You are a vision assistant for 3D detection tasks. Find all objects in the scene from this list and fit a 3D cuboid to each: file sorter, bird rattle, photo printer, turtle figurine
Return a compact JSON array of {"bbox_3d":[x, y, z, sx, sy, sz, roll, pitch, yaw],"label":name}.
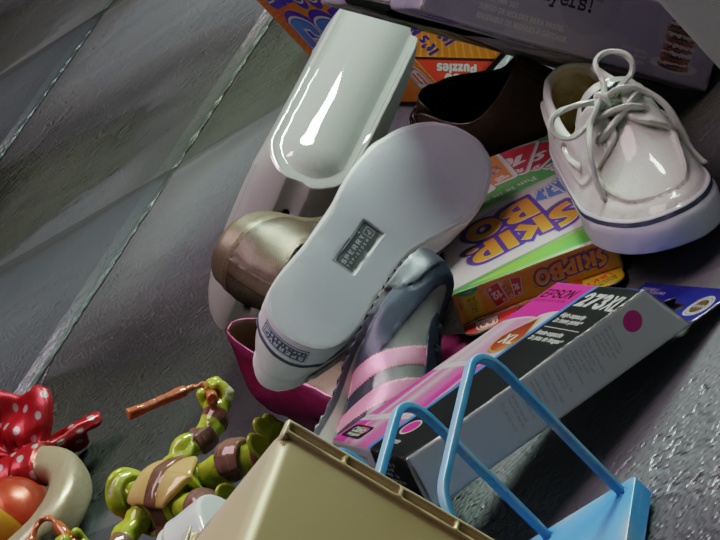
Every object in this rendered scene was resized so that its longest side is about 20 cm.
[{"bbox_3d":[0.015,0.152,1.325,0.200,0.123,0.139,-35,20,29],"label":"file sorter"},{"bbox_3d":[-0.238,0.169,1.942,0.200,0.113,0.163,-38,26,-22],"label":"bird rattle"},{"bbox_3d":[-0.035,-0.058,1.887,0.200,0.069,0.167,-65,-1,-47],"label":"photo printer"},{"bbox_3d":[-0.113,0.139,1.723,0.161,0.065,0.200,-8,31,50],"label":"turtle figurine"}]

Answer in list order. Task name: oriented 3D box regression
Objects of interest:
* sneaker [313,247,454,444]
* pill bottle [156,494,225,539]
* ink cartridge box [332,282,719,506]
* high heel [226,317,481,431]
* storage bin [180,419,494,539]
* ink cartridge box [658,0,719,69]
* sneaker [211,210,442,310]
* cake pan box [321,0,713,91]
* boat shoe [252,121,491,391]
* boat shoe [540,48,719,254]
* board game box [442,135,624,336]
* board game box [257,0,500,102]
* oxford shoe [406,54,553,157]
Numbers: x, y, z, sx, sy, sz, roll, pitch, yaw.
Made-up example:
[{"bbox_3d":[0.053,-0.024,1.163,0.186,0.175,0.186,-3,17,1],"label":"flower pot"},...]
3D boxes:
[{"bbox_3d":[0.024,0.083,1.518,0.070,0.082,0.201,79,-149,-61],"label":"sneaker"},{"bbox_3d":[-0.126,0.214,1.502,0.200,0.120,0.120,-40,19,13],"label":"pill bottle"},{"bbox_3d":[0.087,0.050,1.448,0.199,0.037,0.095,-32,14,-19],"label":"ink cartridge box"},{"bbox_3d":[0.004,0.048,1.611,0.067,0.096,0.200,-54,20,-26],"label":"high heel"},{"bbox_3d":[0.006,0.194,1.146,0.094,0.198,0.200,-53,10,37],"label":"storage bin"},{"bbox_3d":[0.206,-0.192,1.606,0.083,0.147,0.200,-39,18,19],"label":"ink cartridge box"},{"bbox_3d":[0.000,0.000,1.713,0.199,0.075,0.071,-12,-52,-46],"label":"sneaker"},{"bbox_3d":[0.091,-0.157,1.713,0.184,0.199,0.053,-167,91,-68],"label":"cake pan box"},{"bbox_3d":[0.001,-0.009,1.608,0.200,0.074,0.065,-43,-10,-37],"label":"boat shoe"},{"bbox_3d":[0.140,-0.076,1.569,0.074,0.087,0.202,-21,21,-1],"label":"boat shoe"},{"bbox_3d":[0.093,-0.024,1.642,0.095,0.030,0.200,-21,24,5],"label":"board game box"},{"bbox_3d":[0.028,-0.260,2.053,0.200,0.200,0.200,-49,18,-12],"label":"board game box"},{"bbox_3d":[0.056,-0.083,1.801,0.200,0.084,0.073,-33,26,41],"label":"oxford shoe"}]
